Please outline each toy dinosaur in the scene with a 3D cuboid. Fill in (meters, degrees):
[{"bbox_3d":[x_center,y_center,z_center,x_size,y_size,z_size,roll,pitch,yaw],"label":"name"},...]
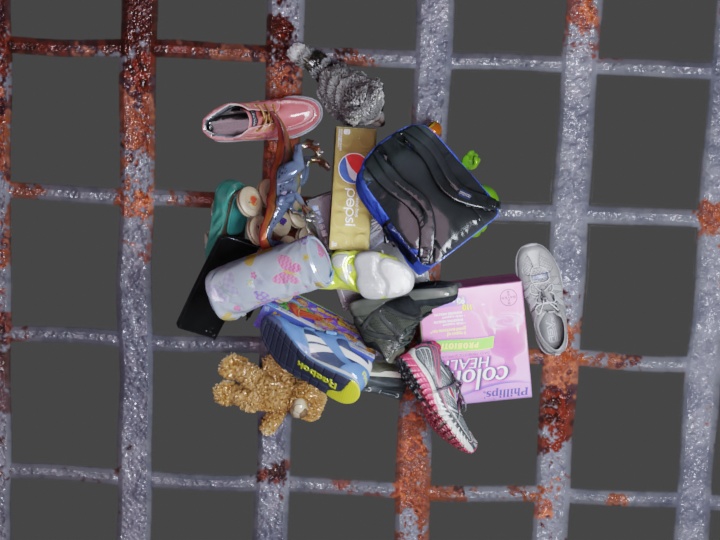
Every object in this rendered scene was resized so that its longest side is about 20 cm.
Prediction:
[{"bbox_3d":[-0.124,-0.122,1.633,0.200,0.105,0.182,39,78,16],"label":"toy dinosaur"}]

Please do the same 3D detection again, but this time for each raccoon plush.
[{"bbox_3d":[-0.044,-0.296,1.643,0.200,0.134,0.097,25,98,-2],"label":"raccoon plush"}]

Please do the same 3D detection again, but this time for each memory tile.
[{"bbox_3d":[-0.126,-0.058,1.679,0.017,0.153,0.200,-13,99,41],"label":"memory tile"}]

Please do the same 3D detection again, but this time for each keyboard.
[{"bbox_3d":[-0.221,0.034,1.720,0.127,0.021,0.200,20,115,-23],"label":"keyboard"}]

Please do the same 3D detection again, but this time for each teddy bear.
[{"bbox_3d":[-0.159,0.213,1.744,0.200,0.067,0.145,32,99,-3],"label":"teddy bear"}]

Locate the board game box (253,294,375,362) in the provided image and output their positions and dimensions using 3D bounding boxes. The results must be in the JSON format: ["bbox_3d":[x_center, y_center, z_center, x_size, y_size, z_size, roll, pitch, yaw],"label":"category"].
[{"bbox_3d":[-0.071,0.101,1.693,0.200,0.134,0.045,27,103,-2],"label":"board game box"}]

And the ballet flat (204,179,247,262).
[{"bbox_3d":[-0.230,-0.067,1.709,0.067,0.070,0.200,-7,126,-38],"label":"ballet flat"}]

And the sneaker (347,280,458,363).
[{"bbox_3d":[0.080,0.081,1.629,0.199,0.076,0.114,-17,93,30],"label":"sneaker"}]

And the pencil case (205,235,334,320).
[{"bbox_3d":[-0.144,0.014,1.580,0.200,0.083,0.091,-20,103,18],"label":"pencil case"}]

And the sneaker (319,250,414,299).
[{"bbox_3d":[0.000,0.000,1.631,0.200,0.105,0.076,9,96,18],"label":"sneaker"}]

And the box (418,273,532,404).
[{"bbox_3d":[0.190,0.117,1.710,0.176,0.097,0.200,-6,98,2],"label":"box"}]

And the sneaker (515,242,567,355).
[{"bbox_3d":[0.318,0.050,1.706,0.075,0.082,0.200,-18,96,3],"label":"sneaker"}]

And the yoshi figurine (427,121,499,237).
[{"bbox_3d":[0.162,-0.151,1.675,0.112,0.112,0.200,-36,98,-1],"label":"yoshi figurine"}]

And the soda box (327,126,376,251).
[{"bbox_3d":[-0.014,-0.132,1.649,0.068,0.064,0.200,3,95,-5],"label":"soda box"}]

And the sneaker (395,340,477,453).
[{"bbox_3d":[0.139,0.209,1.638,0.075,0.081,0.200,-33,102,-18],"label":"sneaker"}]

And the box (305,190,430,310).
[{"bbox_3d":[0.013,-0.051,1.713,0.160,0.044,0.200,-18,96,-2],"label":"box"}]

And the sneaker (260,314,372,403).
[{"bbox_3d":[-0.070,0.130,1.599,0.200,0.082,0.074,34,135,12],"label":"sneaker"}]

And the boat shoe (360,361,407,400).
[{"bbox_3d":[-0.012,0.192,1.726,0.199,0.074,0.066,4,101,-21],"label":"boat shoe"}]

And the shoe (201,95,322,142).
[{"bbox_3d":[-0.162,-0.249,1.674,0.200,0.091,0.072,-8,97,2],"label":"shoe"}]

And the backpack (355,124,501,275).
[{"bbox_3d":[0.084,-0.110,1.568,0.162,0.168,0.200,-38,89,-14],"label":"backpack"}]
